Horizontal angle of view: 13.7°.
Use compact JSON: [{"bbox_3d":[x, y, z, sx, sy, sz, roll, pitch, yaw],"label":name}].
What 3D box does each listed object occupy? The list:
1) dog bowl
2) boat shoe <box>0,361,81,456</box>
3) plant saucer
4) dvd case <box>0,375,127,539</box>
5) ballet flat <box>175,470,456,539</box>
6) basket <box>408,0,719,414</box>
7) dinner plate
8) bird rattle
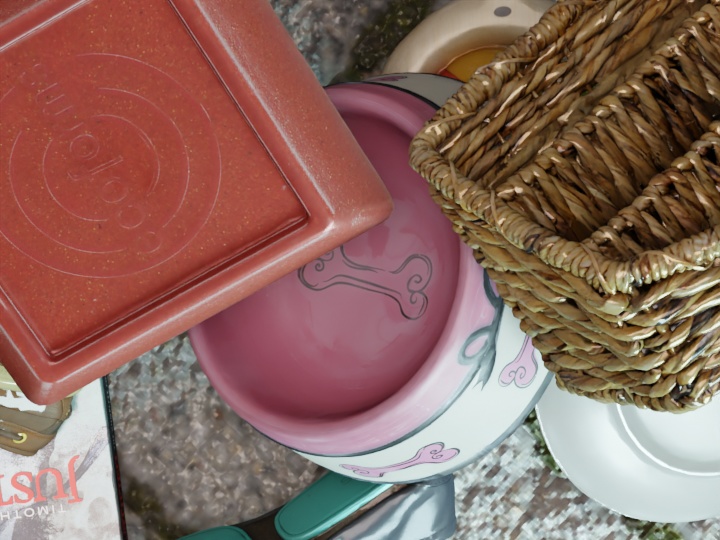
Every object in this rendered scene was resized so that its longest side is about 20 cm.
[{"bbox_3d":[0.000,0.000,1.416,0.200,0.074,0.201,-4,82,32],"label":"dog bowl"},{"bbox_3d":[-0.227,0.048,1.420,0.200,0.072,0.068,13,113,-27],"label":"boat shoe"},{"bbox_3d":[-0.117,-0.051,1.334,0.200,0.037,0.200,-28,112,12],"label":"plant saucer"},{"bbox_3d":[-0.192,0.103,1.492,0.146,0.022,0.201,-7,93,0],"label":"dvd case"},{"bbox_3d":[-0.039,0.150,1.473,0.200,0.073,0.073,-28,92,-6],"label":"ballet flat"},{"bbox_3d":[0.148,-0.054,1.314,0.200,0.143,0.149,-41,111,-19],"label":"basket"},{"bbox_3d":[0.176,0.035,1.445,0.200,0.024,0.201,-9,114,-20],"label":"dinner plate"},{"bbox_3d":[0.078,-0.055,1.472,0.163,0.113,0.200,45,104,10],"label":"bird rattle"}]
